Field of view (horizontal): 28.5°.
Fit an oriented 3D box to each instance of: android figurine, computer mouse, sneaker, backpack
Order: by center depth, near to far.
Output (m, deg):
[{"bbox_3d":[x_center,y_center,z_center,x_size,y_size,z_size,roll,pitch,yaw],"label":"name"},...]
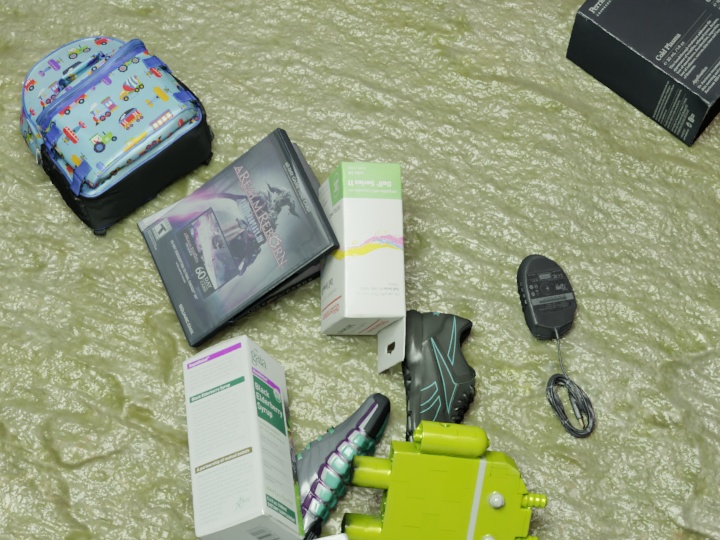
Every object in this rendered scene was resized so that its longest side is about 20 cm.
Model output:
[{"bbox_3d":[0.083,0.236,1.387,0.198,0.041,0.184,9,104,-5],"label":"android figurine"},{"bbox_3d":[-0.050,0.195,1.429,0.087,0.075,0.201,30,73,17],"label":"sneaker"},{"bbox_3d":[0.082,0.133,1.448,0.078,0.076,0.202,-1,69,-2],"label":"sneaker"},{"bbox_3d":[0.205,0.079,1.495,0.058,0.034,0.202,-5,73,-19],"label":"computer mouse"},{"bbox_3d":[-0.281,-0.173,1.540,0.182,0.135,0.200,-35,70,-13],"label":"backpack"}]

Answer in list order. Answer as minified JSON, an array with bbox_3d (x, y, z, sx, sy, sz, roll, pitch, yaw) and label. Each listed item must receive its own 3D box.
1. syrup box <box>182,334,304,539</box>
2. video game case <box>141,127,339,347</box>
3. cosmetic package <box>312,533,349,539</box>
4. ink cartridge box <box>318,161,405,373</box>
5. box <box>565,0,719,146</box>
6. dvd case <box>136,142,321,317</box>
[{"bbox_3d":[-0.117,0.174,1.397,0.081,0.079,0.201,-22,53,18],"label":"syrup box"},{"bbox_3d":[-0.128,-0.033,1.463,0.199,0.019,0.144,-35,68,23],"label":"video game case"},{"bbox_3d":[-0.066,0.371,1.310,0.163,0.165,0.202,-12,70,-4],"label":"cosmetic package"},{"bbox_3d":[0.000,0.000,1.460,0.067,0.117,0.202,1,78,-14],"label":"ink cartridge box"},{"bbox_3d":[0.364,-0.280,1.588,0.182,0.104,0.200,39,74,13],"label":"box"},{"bbox_3d":[-0.123,-0.035,1.541,0.199,0.025,0.151,-28,71,-9],"label":"dvd case"}]
